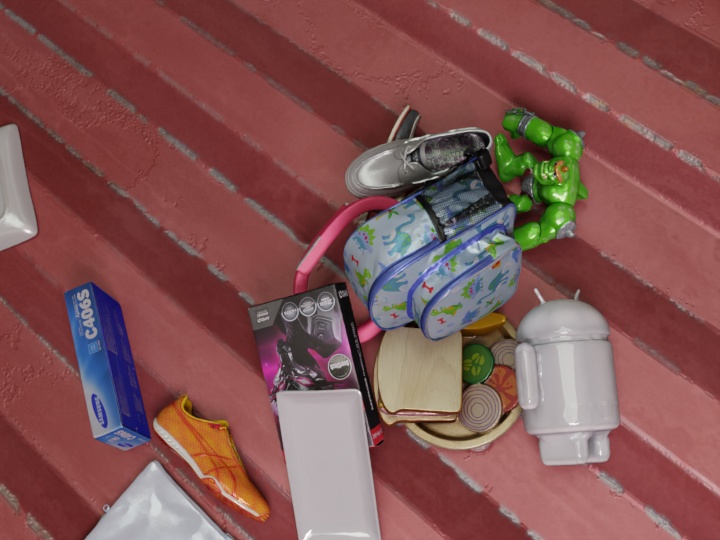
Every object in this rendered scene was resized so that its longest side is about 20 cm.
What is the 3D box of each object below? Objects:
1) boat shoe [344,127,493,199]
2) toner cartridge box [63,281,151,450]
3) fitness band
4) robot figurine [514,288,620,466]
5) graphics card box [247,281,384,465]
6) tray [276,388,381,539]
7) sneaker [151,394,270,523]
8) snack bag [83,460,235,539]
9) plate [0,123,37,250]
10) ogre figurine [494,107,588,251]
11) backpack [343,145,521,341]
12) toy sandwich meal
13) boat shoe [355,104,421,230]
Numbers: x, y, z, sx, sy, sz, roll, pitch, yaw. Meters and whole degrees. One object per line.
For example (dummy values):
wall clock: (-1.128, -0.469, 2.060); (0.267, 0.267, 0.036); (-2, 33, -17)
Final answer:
boat shoe: (0.076, -0.139, 1.144); (0.195, 0.069, 0.074); (-9, 83, -3)
toner cartridge box: (-0.331, 0.126, 1.177); (0.042, 0.095, 0.204); (-21, 67, 3)
fitness band: (0.000, 0.000, 1.154); (0.143, 0.037, 0.201); (40, 91, -13)
robot figurine: (0.241, 0.122, 1.051); (0.112, 0.167, 0.205); (-16, 75, 47)
graphics card box: (-0.055, 0.127, 1.104); (0.123, 0.051, 0.205); (-14, 87, 18)
tray: (-0.035, 0.233, 1.070); (0.105, 0.022, 0.205); (-3, 106, 15)
sneaker: (-0.178, 0.232, 1.124); (0.199, 0.073, 0.077); (42, 72, 18)
snack bag: (-0.263, 0.366, 1.117); (0.187, 0.021, 0.201); (37, 81, 20)
plate: (-0.592, -0.108, 1.344); (0.196, 0.032, 0.203); (-21, 69, 3)
ogre figurine: (0.228, -0.114, 1.163); (0.117, 0.099, 0.203); (1, 54, 29)
backpack: (0.087, -0.011, 1.047); (0.197, 0.184, 0.149); (-25, 64, -7)
toy sandwich meal: (0.112, 0.121, 1.108); (0.200, 0.070, 0.210); (-3, 70, 9)
boat shoe: (0.049, -0.123, 1.208); (0.061, 0.071, 0.204); (18, 77, 4)
